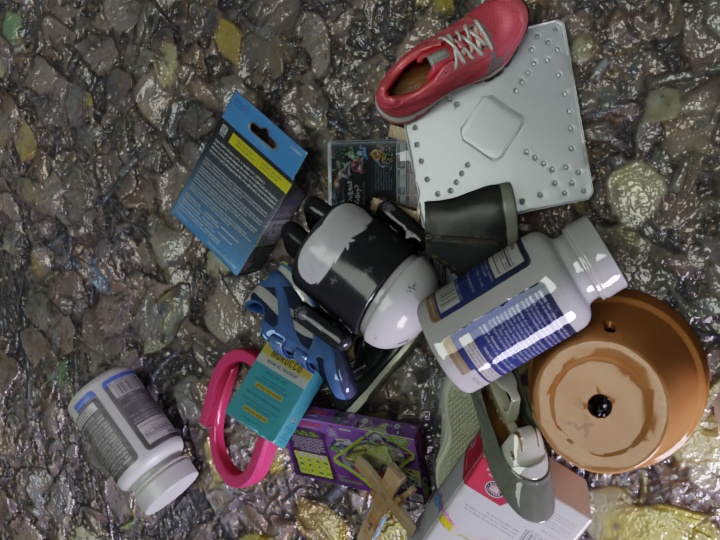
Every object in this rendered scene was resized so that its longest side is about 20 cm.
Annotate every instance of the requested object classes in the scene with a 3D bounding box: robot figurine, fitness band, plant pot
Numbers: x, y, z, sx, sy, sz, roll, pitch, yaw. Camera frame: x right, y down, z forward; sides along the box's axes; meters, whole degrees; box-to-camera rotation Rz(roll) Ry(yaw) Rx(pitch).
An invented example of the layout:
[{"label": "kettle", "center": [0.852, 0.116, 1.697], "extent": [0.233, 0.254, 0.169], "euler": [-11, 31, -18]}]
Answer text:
[{"label": "robot figurine", "center": [-0.001, 0.002, 0.909], "extent": [0.199, 0.124, 0.152], "euler": [37, 114, 14]}, {"label": "fitness band", "center": [-0.167, 0.207, 1.094], "extent": [0.143, 0.037, 0.203], "euler": [34, 114, 39]}, {"label": "plant pot", "center": [0.269, 0.128, 0.837], "extent": [0.197, 0.140, 0.204], "euler": [3, 97, 25]}]

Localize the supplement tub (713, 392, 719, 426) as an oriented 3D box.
[{"label": "supplement tub", "center": [0.461, 0.128, 0.738], "extent": [0.200, 0.144, 0.145], "euler": [-42, 78, 24]}]

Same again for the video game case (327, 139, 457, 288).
[{"label": "video game case", "center": [0.041, -0.064, 0.992], "extent": [0.179, 0.023, 0.204], "euler": [3, 98, 26]}]

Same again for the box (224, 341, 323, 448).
[{"label": "box", "center": [-0.085, 0.120, 1.008], "extent": [0.081, 0.049, 0.202], "euler": [26, 77, 19]}]

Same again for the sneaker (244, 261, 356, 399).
[{"label": "sneaker", "center": [-0.072, 0.085, 0.953], "extent": [0.082, 0.074, 0.201], "euler": [-32, 59, -7]}]

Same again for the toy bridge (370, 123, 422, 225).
[{"label": "toy bridge", "center": [0.046, -0.074, 0.960], "extent": [0.066, 0.027, 0.204], "euler": [19, 104, 22]}]

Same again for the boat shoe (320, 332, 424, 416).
[{"label": "boat shoe", "center": [0.022, 0.106, 0.993], "extent": [0.068, 0.072, 0.200], "euler": [46, 115, 10]}]

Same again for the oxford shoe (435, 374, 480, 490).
[{"label": "oxford shoe", "center": [0.130, 0.206, 0.965], "extent": [0.074, 0.058, 0.204], "euler": [-1, 111, 2]}]

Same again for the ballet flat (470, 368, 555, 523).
[{"label": "ballet flat", "center": [0.162, 0.168, 0.841], "extent": [0.064, 0.066, 0.203], "euler": [108, 149, -54]}]

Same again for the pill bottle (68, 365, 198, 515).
[{"label": "pill bottle", "center": [-0.339, 0.255, 1.167], "extent": [0.114, 0.113, 0.201], "euler": [-45, 76, 23]}]

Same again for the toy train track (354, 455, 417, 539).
[{"label": "toy train track", "center": [0.032, 0.303, 1.000], "extent": [0.115, 0.032, 0.202], "euler": [47, 143, 26]}]

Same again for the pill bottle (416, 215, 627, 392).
[{"label": "pill bottle", "center": [0.166, 0.032, 0.802], "extent": [0.198, 0.111, 0.112], "euler": [-33, 82, 15]}]

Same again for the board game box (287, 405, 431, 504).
[{"label": "board game box", "center": [-0.008, 0.239, 1.022], "extent": [0.197, 0.032, 0.121], "euler": [6, 131, 25]}]

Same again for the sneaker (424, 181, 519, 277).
[{"label": "sneaker", "center": [0.131, -0.002, 0.892], "extent": [0.104, 0.075, 0.203], "euler": [-7, 117, 8]}]

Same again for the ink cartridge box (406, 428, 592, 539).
[{"label": "ink cartridge box", "center": [0.157, 0.303, 0.919], "extent": [0.146, 0.086, 0.202], "euler": [31, 113, 0]}]

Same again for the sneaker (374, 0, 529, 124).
[{"label": "sneaker", "center": [0.100, -0.228, 0.844], "extent": [0.199, 0.087, 0.074], "euler": [-34, 88, 11]}]

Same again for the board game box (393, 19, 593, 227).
[{"label": "board game box", "center": [0.152, -0.163, 0.896], "extent": [0.196, 0.026, 0.204], "euler": [-10, 91, 11]}]

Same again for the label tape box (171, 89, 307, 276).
[{"label": "label tape box", "center": [-0.153, -0.118, 1.057], "extent": [0.144, 0.063, 0.201], "euler": [41, 112, 17]}]
